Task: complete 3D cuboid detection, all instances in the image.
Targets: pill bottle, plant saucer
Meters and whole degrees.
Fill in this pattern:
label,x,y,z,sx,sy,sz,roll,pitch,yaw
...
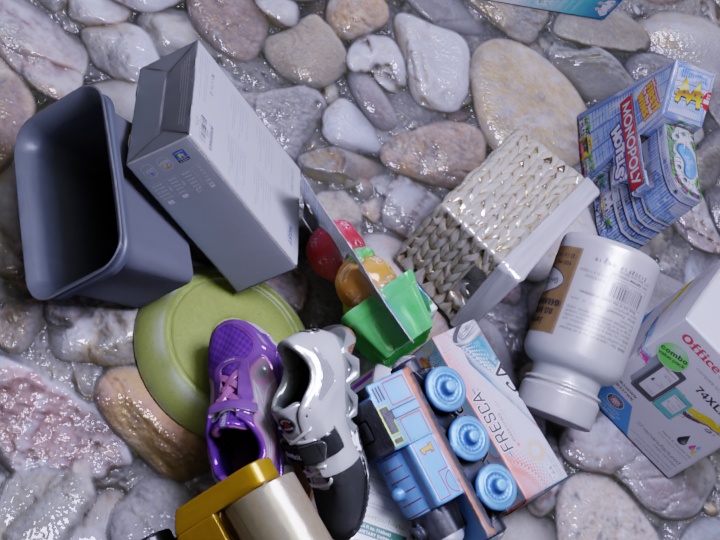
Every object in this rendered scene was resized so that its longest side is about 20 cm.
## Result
label,x,y,z,sx,sy,sz,roll,pitch,yaw
pill bottle,0.243,0.068,1.762,0.114,0.114,0.201,23,83,-17
plant saucer,-0.131,0.078,1.631,0.199,0.031,0.201,14,56,-22

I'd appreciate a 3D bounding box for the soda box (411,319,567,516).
label,x,y,z,sx,sy,sz,roll,pitch,yaw
soda box,0.134,0.158,1.717,0.068,0.064,0.200,-21,76,-37

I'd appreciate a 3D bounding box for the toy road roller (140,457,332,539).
label,x,y,z,sx,sy,sz,roll,pitch,yaw
toy road roller,-0.108,0.260,1.443,0.123,0.200,0.146,59,16,11

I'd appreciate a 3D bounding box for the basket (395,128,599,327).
label,x,y,z,sx,sy,sz,roll,pitch,yaw
basket,0.151,-0.049,1.803,0.123,0.136,0.200,44,49,2

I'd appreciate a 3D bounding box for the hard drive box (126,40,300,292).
label,x,y,z,sx,sy,sz,roll,pitch,yaw
hard drive box,-0.143,-0.104,1.620,0.200,0.077,0.156,52,25,-36

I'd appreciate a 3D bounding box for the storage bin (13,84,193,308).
label,x,y,z,sx,sy,sz,roll,pitch,yaw
storage bin,-0.252,-0.055,1.585,0.134,0.145,0.201,25,47,-51

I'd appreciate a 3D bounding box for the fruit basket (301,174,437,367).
label,x,y,z,sx,sy,sz,roll,pitch,yaw
fruit basket,0.000,0.000,1.666,0.094,0.185,0.200,-28,80,-7

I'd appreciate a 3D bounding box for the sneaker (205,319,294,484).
label,x,y,z,sx,sy,sz,roll,pitch,yaw
sneaker,-0.113,0.134,1.521,0.088,0.080,0.201,39,38,-59

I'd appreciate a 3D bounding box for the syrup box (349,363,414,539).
label,x,y,z,sx,sy,sz,roll,pitch,yaw
syrup box,0.018,0.203,1.611,0.079,0.081,0.200,24,54,-20

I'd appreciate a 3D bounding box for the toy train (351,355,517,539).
label,x,y,z,sx,sy,sz,roll,pitch,yaw
toy train,0.066,0.182,1.549,0.114,0.087,0.200,-23,82,-33

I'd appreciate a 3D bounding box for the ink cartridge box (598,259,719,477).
label,x,y,z,sx,sy,sz,roll,pitch,yaw
ink cartridge box,0.386,0.105,1.805,0.147,0.200,0.146,45,50,1

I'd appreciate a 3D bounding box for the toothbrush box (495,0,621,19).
label,x,y,z,sx,sy,sz,roll,pitch,yaw
toothbrush box,0.247,-0.424,2.112,0.199,0.085,0.147,5,61,-26

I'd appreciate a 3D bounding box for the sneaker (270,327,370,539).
label,x,y,z,sx,sy,sz,roll,pitch,yaw
sneaker,-0.047,0.155,1.501,0.088,0.074,0.201,0,79,-43

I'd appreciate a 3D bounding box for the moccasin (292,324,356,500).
label,x,y,z,sx,sy,sz,roll,pitch,yaw
moccasin,-0.047,0.151,1.586,0.078,0.074,0.202,29,68,-33

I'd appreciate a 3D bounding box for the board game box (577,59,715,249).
label,x,y,z,sx,sy,sz,roll,pitch,yaw
board game box,0.348,-0.150,1.934,0.062,0.200,0.201,14,56,-23
